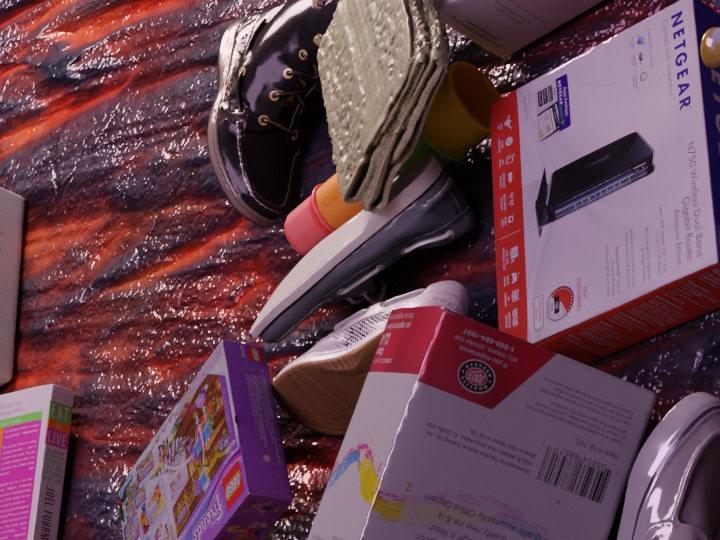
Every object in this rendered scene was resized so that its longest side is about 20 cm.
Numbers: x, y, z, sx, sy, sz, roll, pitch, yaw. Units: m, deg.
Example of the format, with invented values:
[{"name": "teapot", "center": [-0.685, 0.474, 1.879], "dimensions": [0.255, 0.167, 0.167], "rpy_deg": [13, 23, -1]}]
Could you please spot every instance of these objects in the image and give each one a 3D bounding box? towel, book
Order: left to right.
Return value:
[{"name": "book", "center": [-0.306, 0.206, 1.757], "dimensions": [0.133, 0.048, 0.202], "rpy_deg": [-17, 60, 43]}, {"name": "towel", "center": [0.016, -0.150, 1.469], "dimensions": [0.201, 0.036, 0.149], "rpy_deg": [-103, 33, -48]}]

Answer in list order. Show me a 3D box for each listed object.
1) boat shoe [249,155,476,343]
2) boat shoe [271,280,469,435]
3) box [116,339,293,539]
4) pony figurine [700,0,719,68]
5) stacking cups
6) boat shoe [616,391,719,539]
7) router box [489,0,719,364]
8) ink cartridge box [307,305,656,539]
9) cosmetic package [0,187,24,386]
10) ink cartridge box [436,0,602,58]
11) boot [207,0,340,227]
[{"name": "boat shoe", "center": [0.000, 0.000, 1.490], "dimensions": [0.200, 0.062, 0.073], "rpy_deg": [-41, 13, 24]}, {"name": "boat shoe", "center": [0.013, 0.060, 1.452], "dimensions": [0.200, 0.071, 0.069], "rpy_deg": [-26, 25, 49]}, {"name": "box", "center": [-0.119, 0.167, 1.523], "dimensions": [0.200, 0.039, 0.138], "rpy_deg": [-53, 37, 39]}, {"name": "pony figurine", "center": [0.292, -0.131, 1.175], "dimensions": [0.199, 0.166, 0.195], "rpy_deg": [14, 113, 48]}, {"name": "stacking cups", "center": [0.017, -0.078, 1.518], "dimensions": [0.200, 0.060, 0.061], "rpy_deg": [-34, 47, 33]}, {"name": "boat shoe", "center": [0.181, 0.172, 1.182], "dimensions": [0.066, 0.072, 0.201], "rpy_deg": [23, 89, 48]}, {"name": "router box", "center": [0.167, -0.053, 1.336], "dimensions": [0.179, 0.049, 0.201], "rpy_deg": [-27, 51, 39]}, {"name": "ink cartridge box", "center": [0.062, 0.141, 1.243], "dimensions": [0.145, 0.144, 0.201], "rpy_deg": [172, 119, -77]}, {"name": "cosmetic package", "center": [-0.427, 0.018, 1.903], "dimensions": [0.166, 0.167, 0.201], "rpy_deg": [-29, 49, 38]}, {"name": "ink cartridge box", "center": [0.145, -0.265, 1.450], "dimensions": [0.199, 0.084, 0.147], "rpy_deg": [-29, 51, 39]}, {"name": "boot", "center": [-0.046, -0.147, 1.626], "dimensions": [0.150, 0.073, 0.201], "rpy_deg": [-31, 44, 36]}]
